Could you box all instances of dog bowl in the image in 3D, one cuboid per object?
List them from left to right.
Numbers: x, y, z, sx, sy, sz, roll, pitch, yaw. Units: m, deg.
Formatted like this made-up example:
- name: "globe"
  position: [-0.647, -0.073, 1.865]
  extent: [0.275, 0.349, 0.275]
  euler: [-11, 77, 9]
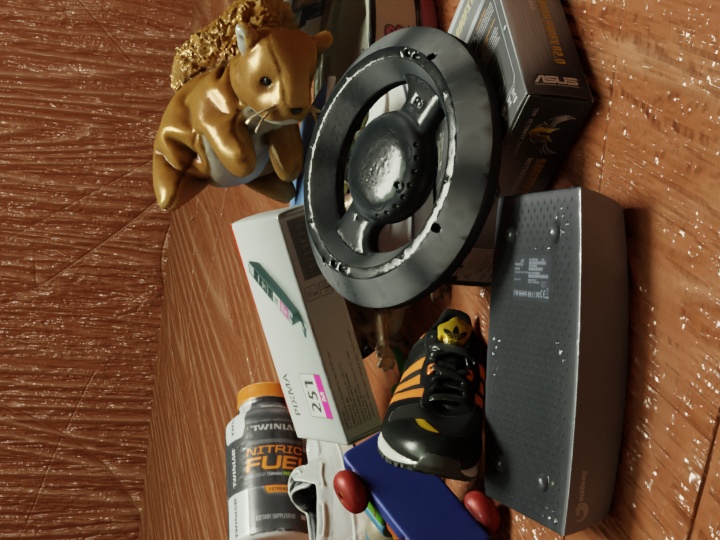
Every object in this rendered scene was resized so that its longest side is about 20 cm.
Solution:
- name: "dog bowl"
  position: [0.013, -0.197, 1.080]
  extent: [0.200, 0.074, 0.201]
  euler: [-176, 90, -74]

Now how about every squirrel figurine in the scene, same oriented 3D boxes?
- name: "squirrel figurine"
  position: [-0.107, -0.175, 1.042]
  extent: [0.187, 0.141, 0.200]
  euler: [-50, 46, 51]

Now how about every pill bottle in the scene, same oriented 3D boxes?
- name: "pill bottle"
  position: [-0.108, 0.235, 1.348]
  extent: [0.106, 0.106, 0.200]
  euler: [117, 152, -54]

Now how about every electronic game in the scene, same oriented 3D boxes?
- name: "electronic game"
  position: [0.024, -0.072, 0.799]
  extent: [0.200, 0.042, 0.201]
  euler: [-14, 72, 48]

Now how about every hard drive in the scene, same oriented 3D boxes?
- name: "hard drive"
  position: [0.119, 0.052, 0.706]
  extent: [0.135, 0.042, 0.201]
  euler: [-179, 92, -74]

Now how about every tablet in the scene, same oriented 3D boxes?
- name: "tablet"
  position: [-0.051, -0.073, 1.085]
  extent: [0.130, 0.014, 0.201]
  euler: [139, 140, -70]

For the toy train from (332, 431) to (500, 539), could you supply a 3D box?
- name: "toy train"
  position: [0.063, 0.219, 0.833]
  extent: [0.200, 0.085, 0.116]
  euler: [47, 155, 36]

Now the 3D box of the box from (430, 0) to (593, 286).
- name: "box"
  position: [0.093, -0.109, 0.825]
  extent: [0.200, 0.048, 0.159]
  euler: [112, 157, -48]

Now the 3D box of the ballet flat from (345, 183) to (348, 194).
- name: "ballet flat"
  position: [-0.022, -0.056, 1.202]
  extent: [0.067, 0.067, 0.201]
  euler: [24, 109, 51]

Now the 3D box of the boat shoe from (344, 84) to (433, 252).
- name: "boat shoe"
  position: [0.017, -0.083, 0.880]
  extent: [0.074, 0.065, 0.201]
  euler: [120, 149, -60]

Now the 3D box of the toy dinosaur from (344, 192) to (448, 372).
- name: "toy dinosaur"
  position: [0.000, 0.000, 0.978]
  extent: [0.135, 0.086, 0.201]
  euler: [18, 127, 54]

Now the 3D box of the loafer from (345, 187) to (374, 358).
- name: "loafer"
  position: [0.005, -0.010, 1.092]
  extent: [0.071, 0.073, 0.201]
  euler: [-123, 47, -73]

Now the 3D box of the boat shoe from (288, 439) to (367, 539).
- name: "boat shoe"
  position: [-0.040, 0.231, 1.177]
  extent: [0.200, 0.068, 0.072]
  euler: [-107, 26, -50]

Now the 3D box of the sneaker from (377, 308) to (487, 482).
- name: "sneaker"
  position: [0.056, 0.080, 0.809]
  extent: [0.200, 0.070, 0.090]
  euler: [-64, -15, -80]

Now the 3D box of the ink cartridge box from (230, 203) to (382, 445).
- name: "ink cartridge box"
  position: [-0.066, 0.048, 0.995]
  extent: [0.173, 0.043, 0.201]
  euler: [-7, 102, 58]

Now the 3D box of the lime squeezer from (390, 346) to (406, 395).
- name: "lime squeezer"
  position: [0.051, 0.126, 0.969]
  extent: [0.071, 0.038, 0.200]
  euler: [64, -169, -49]

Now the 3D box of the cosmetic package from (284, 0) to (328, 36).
- name: "cosmetic package"
  position: [-0.035, -0.308, 1.144]
  extent: [0.052, 0.151, 0.200]
  euler: [40, 138, 19]
